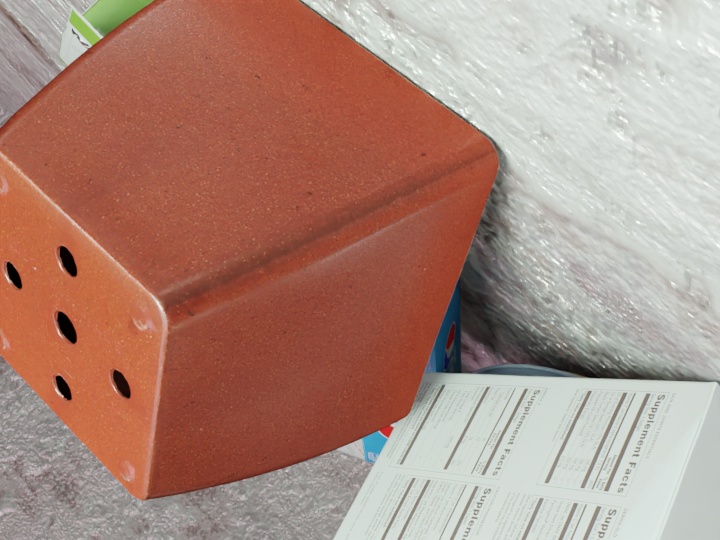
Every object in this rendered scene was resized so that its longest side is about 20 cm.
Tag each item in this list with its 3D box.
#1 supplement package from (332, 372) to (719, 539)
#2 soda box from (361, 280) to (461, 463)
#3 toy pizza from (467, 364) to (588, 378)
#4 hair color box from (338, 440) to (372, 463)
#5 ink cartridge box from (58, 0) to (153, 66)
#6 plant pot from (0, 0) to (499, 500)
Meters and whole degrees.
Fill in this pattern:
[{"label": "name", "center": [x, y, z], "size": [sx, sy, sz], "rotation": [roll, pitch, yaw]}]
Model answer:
[{"label": "supplement package", "center": [0.113, 0.162, 0.612], "size": [0.199, 0.151, 0.152], "rotation": [-4, 136, 47]}, {"label": "soda box", "center": [0.033, 0.066, 0.777], "size": [0.063, 0.068, 0.201], "rotation": [11, 146, 13]}, {"label": "toy pizza", "center": [0.144, 0.129, 0.726], "size": [0.198, 0.032, 0.202], "rotation": [25, 143, 20]}, {"label": "hair color box", "center": [-0.005, 0.130, 1.047], "size": [0.198, 0.062, 0.102], "rotation": [13, 152, 35]}, {"label": "ink cartridge box", "center": [-0.130, -0.133, 0.777], "size": [0.148, 0.076, 0.200], "rotation": [47, 169, -13]}, {"label": "plant pot", "center": [-0.079, -0.008, 0.568], "size": [0.199, 0.175, 0.201], "rotation": [39, 136, 24]}]
